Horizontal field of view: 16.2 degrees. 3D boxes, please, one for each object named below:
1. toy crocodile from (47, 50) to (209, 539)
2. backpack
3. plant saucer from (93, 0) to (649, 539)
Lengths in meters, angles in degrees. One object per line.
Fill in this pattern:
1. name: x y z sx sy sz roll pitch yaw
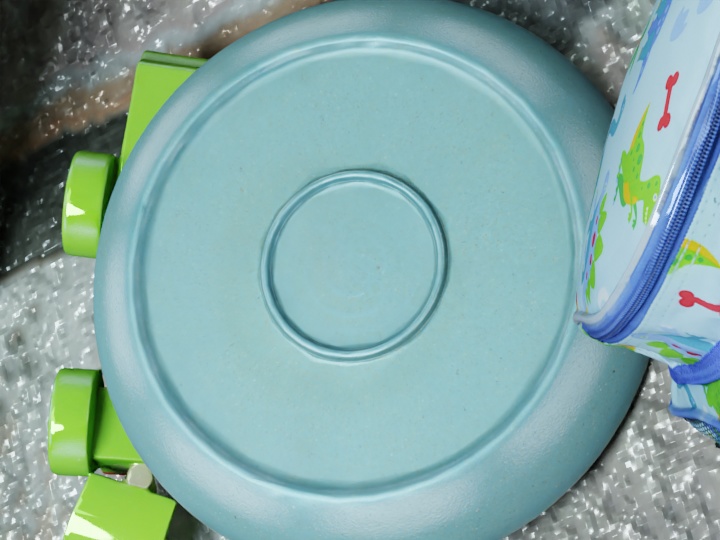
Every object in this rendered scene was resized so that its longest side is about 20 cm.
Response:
1. toy crocodile: -0.074 0.018 0.911 0.067 0.062 0.201 4 78 1
2. backpack: 0.142 -0.026 0.663 0.146 0.200 0.184 19 90 -6
3. plant saucer: 0.000 0.000 0.844 0.199 0.027 0.201 -4 76 15
